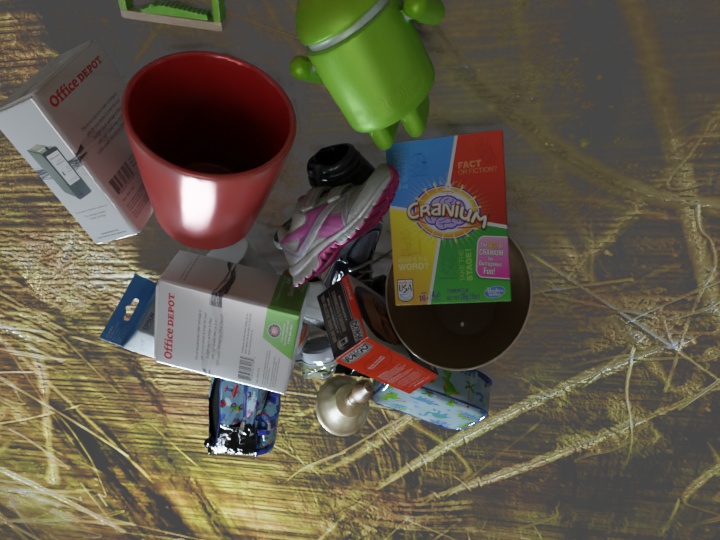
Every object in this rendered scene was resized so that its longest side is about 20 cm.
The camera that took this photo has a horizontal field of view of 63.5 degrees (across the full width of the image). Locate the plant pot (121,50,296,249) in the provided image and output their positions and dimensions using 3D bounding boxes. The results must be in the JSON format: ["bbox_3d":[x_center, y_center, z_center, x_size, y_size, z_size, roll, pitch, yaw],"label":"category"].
[{"bbox_3d":[-0.190,-0.136,0.729,0.194,0.205,0.179,19,145,-6],"label":"plant pot"}]

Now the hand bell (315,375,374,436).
[{"bbox_3d":[-0.008,0.211,0.961,0.101,0.107,0.200,20,157,-7],"label":"hand bell"}]

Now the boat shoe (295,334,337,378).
[{"bbox_3d":[-0.066,0.151,0.992,0.064,0.071,0.199,63,160,-2],"label":"boat shoe"}]

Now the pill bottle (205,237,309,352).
[{"bbox_3d":[-0.170,0.052,0.944,0.106,0.112,0.203,-11,130,22],"label":"pill bottle"}]

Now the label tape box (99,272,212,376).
[{"bbox_3d":[-0.312,0.073,0.972,0.194,0.146,0.067,20,136,-7],"label":"label tape box"}]

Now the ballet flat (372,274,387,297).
[{"bbox_3d":[0.089,0.074,0.937,0.197,0.069,0.068,33,123,-19],"label":"ballet flat"}]

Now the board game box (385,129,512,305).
[{"bbox_3d":[0.111,-0.063,0.736,0.148,0.040,0.208,-4,93,16],"label":"board game box"}]

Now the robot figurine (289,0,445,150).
[{"bbox_3d":[0.007,-0.236,0.625,0.171,0.118,0.202,-15,128,31],"label":"robot figurine"}]

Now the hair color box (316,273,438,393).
[{"bbox_3d":[0.028,0.095,0.815,0.060,0.104,0.199,-33,144,19],"label":"hair color box"}]

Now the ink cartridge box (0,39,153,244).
[{"bbox_3d":[-0.343,-0.164,0.755,0.081,0.148,0.203,-9,131,23],"label":"ink cartridge box"}]

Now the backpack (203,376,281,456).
[{"bbox_3d":[-0.208,0.212,1.067,0.130,0.185,0.205,7,124,-6],"label":"backpack"}]

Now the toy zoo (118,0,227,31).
[{"bbox_3d":[-0.216,-0.368,0.620,0.126,0.021,0.204,9,135,4],"label":"toy zoo"}]

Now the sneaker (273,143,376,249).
[{"bbox_3d":[-0.061,-0.106,0.802,0.196,0.072,0.100,-25,122,24],"label":"sneaker"}]

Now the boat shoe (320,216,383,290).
[{"bbox_3d":[0.000,0.000,0.836,0.073,0.095,0.201,-17,160,-22],"label":"boat shoe"}]

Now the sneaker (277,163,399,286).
[{"bbox_3d":[-0.037,-0.070,0.724,0.199,0.081,0.089,-40,85,22],"label":"sneaker"}]

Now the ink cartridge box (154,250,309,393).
[{"bbox_3d":[-0.183,0.074,0.828,0.193,0.085,0.149,14,121,-2],"label":"ink cartridge box"}]

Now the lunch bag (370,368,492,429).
[{"bbox_3d":[0.120,0.210,1.033,0.194,0.084,0.162,21,147,-8],"label":"lunch bag"}]

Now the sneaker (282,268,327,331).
[{"bbox_3d":[-0.051,0.050,0.949,0.071,0.088,0.197,-11,154,40],"label":"sneaker"}]

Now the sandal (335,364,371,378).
[{"bbox_3d":[-0.016,0.154,0.998,0.197,0.047,0.078,-15,93,47],"label":"sandal"}]

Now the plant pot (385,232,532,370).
[{"bbox_3d":[0.144,0.039,0.824,0.193,0.208,0.134,-4,168,17],"label":"plant pot"}]
